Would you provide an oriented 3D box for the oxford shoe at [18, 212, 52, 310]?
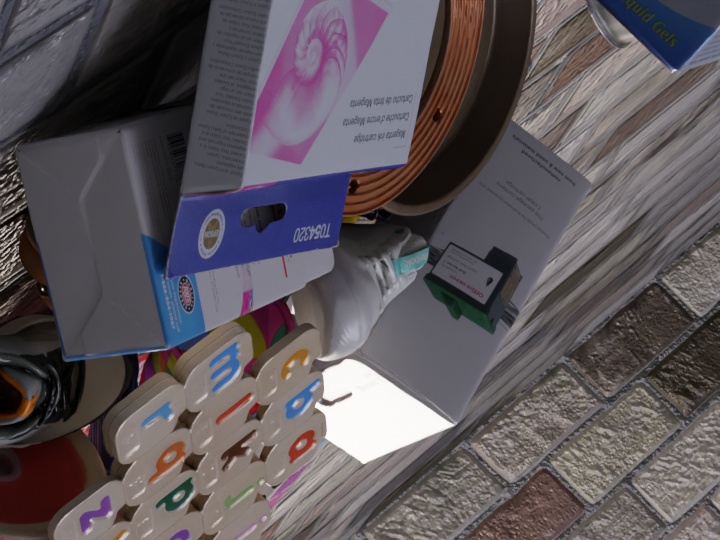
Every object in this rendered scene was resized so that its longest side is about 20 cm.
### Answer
[{"bbox_3d":[-0.152,0.000,1.525,0.071,0.071,0.200,-42,172,9],"label":"oxford shoe"}]

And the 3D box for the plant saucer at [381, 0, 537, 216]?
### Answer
[{"bbox_3d":[0.039,-0.131,1.614,0.200,0.029,0.200,-30,128,-48],"label":"plant saucer"}]

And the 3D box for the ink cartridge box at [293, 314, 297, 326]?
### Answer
[{"bbox_3d":[-0.113,0.086,1.859,0.200,0.067,0.116,-55,-173,2],"label":"ink cartridge box"}]

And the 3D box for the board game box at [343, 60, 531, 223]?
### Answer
[{"bbox_3d":[0.025,-0.104,1.853,0.165,0.057,0.200,-45,171,11],"label":"board game box"}]

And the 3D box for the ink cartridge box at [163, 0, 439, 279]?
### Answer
[{"bbox_3d":[-0.022,-0.096,1.418,0.196,0.043,0.200,-14,115,-63],"label":"ink cartridge box"}]

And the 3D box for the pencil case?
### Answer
[{"bbox_3d":[-0.091,0.065,1.640,0.088,0.088,0.200,-40,169,-25],"label":"pencil case"}]

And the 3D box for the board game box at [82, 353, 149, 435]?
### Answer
[{"bbox_3d":[-0.215,0.108,1.777,0.200,0.046,0.151,-50,169,28],"label":"board game box"}]

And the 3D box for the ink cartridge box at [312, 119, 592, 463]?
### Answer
[{"bbox_3d":[0.044,0.015,1.773,0.200,0.084,0.146,-59,-167,-25],"label":"ink cartridge box"}]

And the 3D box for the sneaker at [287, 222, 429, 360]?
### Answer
[{"bbox_3d":[0.000,0.000,1.627,0.088,0.075,0.200,-11,-168,-4],"label":"sneaker"}]

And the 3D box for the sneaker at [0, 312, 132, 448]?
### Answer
[{"bbox_3d":[-0.185,0.066,1.469,0.200,0.079,0.074,-3,101,-57],"label":"sneaker"}]

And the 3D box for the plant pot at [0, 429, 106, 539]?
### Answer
[{"bbox_3d":[-0.238,0.168,1.560,0.200,0.200,0.177,-30,152,-56],"label":"plant pot"}]

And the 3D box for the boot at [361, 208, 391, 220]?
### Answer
[{"bbox_3d":[-0.024,-0.069,1.630,0.200,0.097,0.075,96,-5,-85],"label":"boot"}]

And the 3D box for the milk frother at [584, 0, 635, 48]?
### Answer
[{"bbox_3d":[0.241,-0.275,1.840,0.188,0.181,0.200,-12,-142,24],"label":"milk frother"}]

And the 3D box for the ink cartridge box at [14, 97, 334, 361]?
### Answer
[{"bbox_3d":[-0.093,-0.031,1.458,0.068,0.115,0.200,-8,-173,26],"label":"ink cartridge box"}]

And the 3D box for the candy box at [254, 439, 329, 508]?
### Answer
[{"bbox_3d":[-0.107,0.116,1.992,0.200,0.136,0.061,-50,171,31],"label":"candy box"}]

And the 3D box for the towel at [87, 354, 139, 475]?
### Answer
[{"bbox_3d":[-0.154,0.138,1.649,0.145,0.024,0.200,-101,-160,-65],"label":"towel"}]

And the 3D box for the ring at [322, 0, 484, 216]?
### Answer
[{"bbox_3d":[0.006,-0.129,1.523,0.200,0.019,0.201,-31,130,-45],"label":"ring"}]

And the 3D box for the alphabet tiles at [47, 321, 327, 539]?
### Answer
[{"bbox_3d":[-0.095,0.115,1.537,0.196,0.015,0.200,-37,148,-25],"label":"alphabet tiles"}]

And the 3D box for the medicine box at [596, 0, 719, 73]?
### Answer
[{"bbox_3d":[0.195,-0.248,1.571,0.200,0.182,0.103,-49,170,23],"label":"medicine box"}]
